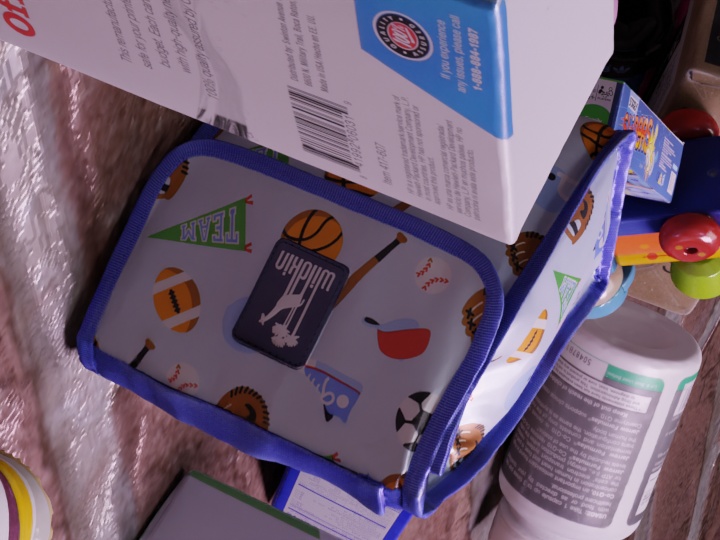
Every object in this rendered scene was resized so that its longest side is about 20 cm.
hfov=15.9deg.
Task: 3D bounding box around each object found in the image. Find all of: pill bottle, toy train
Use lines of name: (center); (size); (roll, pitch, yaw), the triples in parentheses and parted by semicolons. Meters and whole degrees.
pill bottle: (0.168, 0.129, 1.902); (0.113, 0.113, 0.201); (-30, 142, -63)
toy train: (0.190, -0.025, 1.422); (0.116, 0.199, 0.085); (65, 23, -55)

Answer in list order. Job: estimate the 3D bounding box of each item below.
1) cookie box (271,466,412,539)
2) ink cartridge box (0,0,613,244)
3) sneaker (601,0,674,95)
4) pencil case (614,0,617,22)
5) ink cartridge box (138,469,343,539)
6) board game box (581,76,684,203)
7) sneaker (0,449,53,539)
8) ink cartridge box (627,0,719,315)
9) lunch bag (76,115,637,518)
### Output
cookie box: (0.030, 0.049, 1.347); (0.172, 0.075, 0.200); (-61, 178, -17)
ink cartridge box: (-0.028, -0.106, 0.788); (0.085, 0.199, 0.146); (-61, 164, -21)
sneaker: (0.126, -0.103, 1.493); (0.111, 0.076, 0.201); (88, 26, -69)
pencil case: (0.069, -0.140, 1.246); (0.088, 0.087, 0.200); (-66, 167, 4)
ink cartridge box: (-0.040, 0.207, 1.300); (0.085, 0.145, 0.200); (-57, 163, -29)
board game box: (0.081, -0.074, 1.288); (0.200, 0.135, 0.035); (21, 82, -75)
sneaker: (-0.182, 0.157, 0.932); (0.090, 0.075, 0.201); (7, 101, -65)
ink cartridge box: (0.205, -0.100, 1.515); (0.200, 0.075, 0.165); (111, -3, -50)
lunch bag: (0.000, 0.000, 1.082); (0.200, 0.169, 0.124); (-52, 156, -37)
